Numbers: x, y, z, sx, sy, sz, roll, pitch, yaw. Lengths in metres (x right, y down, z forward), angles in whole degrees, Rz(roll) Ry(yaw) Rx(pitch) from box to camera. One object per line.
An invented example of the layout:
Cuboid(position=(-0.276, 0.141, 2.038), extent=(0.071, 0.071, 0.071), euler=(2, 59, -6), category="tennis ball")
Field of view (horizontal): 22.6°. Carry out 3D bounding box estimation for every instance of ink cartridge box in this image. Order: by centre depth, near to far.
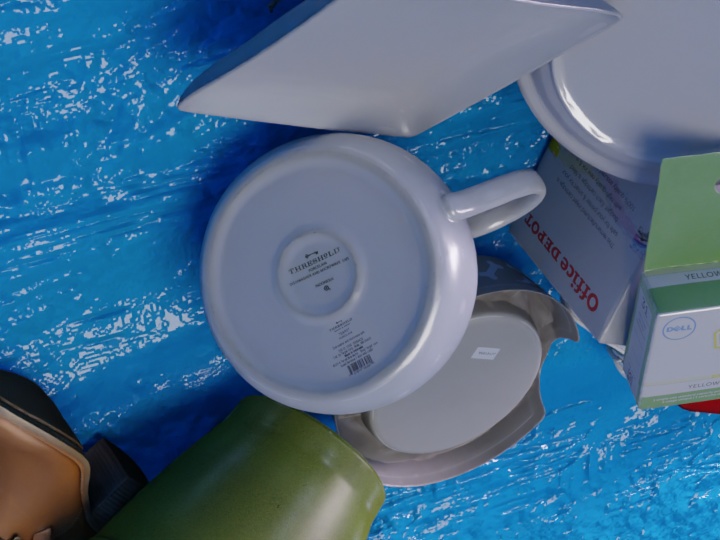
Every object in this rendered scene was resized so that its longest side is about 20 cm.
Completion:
Cuboid(position=(0.256, 0.005, 1.178), extent=(0.145, 0.048, 0.200), euler=(-7, 140, -7), category="ink cartridge box")
Cuboid(position=(0.229, -0.063, 1.276), extent=(0.144, 0.147, 0.200), euler=(7, 122, -31), category="ink cartridge box")

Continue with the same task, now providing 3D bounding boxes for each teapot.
Cuboid(position=(0.000, 0.000, 1.210), extent=(0.146, 0.200, 0.198), euler=(-1, 109, -69), category="teapot")

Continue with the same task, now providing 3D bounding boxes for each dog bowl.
Cuboid(position=(0.063, 0.072, 1.345), extent=(0.200, 0.059, 0.200), euler=(-19, 139, -17), category="dog bowl")

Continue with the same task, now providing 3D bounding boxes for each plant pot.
Cuboid(position=(-0.085, 0.200, 1.286), extent=(0.193, 0.200, 0.201), euler=(-55, 138, -23), category="plant pot")

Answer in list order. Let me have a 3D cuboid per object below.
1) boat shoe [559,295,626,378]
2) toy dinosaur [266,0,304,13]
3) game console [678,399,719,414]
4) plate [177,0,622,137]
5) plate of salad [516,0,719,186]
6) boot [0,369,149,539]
Cuboid(position=(0.226, 0.060, 1.423), extent=(0.200, 0.071, 0.069), euler=(26, 131, -28), category="boat shoe")
Cuboid(position=(-0.017, -0.187, 1.125), extent=(0.200, 0.047, 0.088), euler=(-18, 125, -18), category="toy dinosaur")
Cuboid(position=(0.363, 0.021, 1.499), extent=(0.172, 0.119, 0.200), euler=(-38, 143, -40), category="game console")
Cuboid(position=(0.020, -0.135, 1.076), extent=(0.200, 0.032, 0.199), euler=(2, 161, -41), category="plate")
Cuboid(position=(0.192, -0.137, 1.118), extent=(0.199, 0.048, 0.200), euler=(11, 133, 11), category="plate of salad")
Cuboid(position=(-0.252, 0.163, 1.254), extent=(0.155, 0.074, 0.200), euler=(-42, 136, 1), category="boot")
